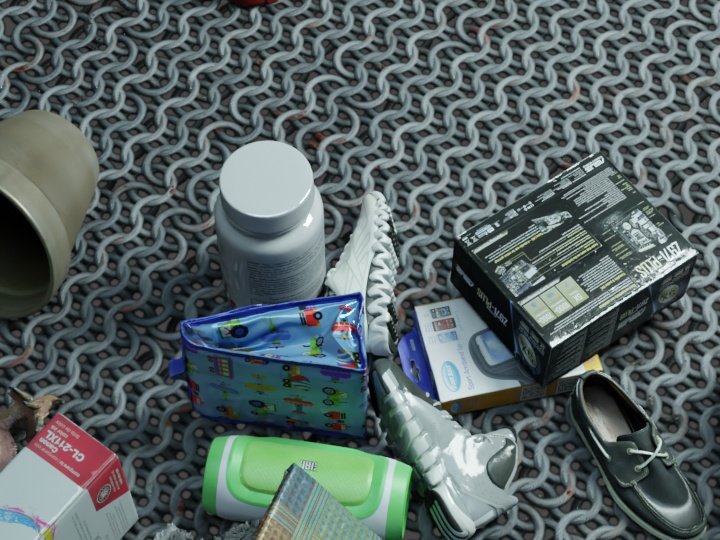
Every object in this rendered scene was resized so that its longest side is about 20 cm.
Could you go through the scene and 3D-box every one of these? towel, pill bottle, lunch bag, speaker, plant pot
[{"bbox_3d":[-0.019,0.293,1.555,0.200,0.022,0.147,43,42,-15],"label":"towel"},{"bbox_3d":[-0.093,-0.039,1.737,0.113,0.200,0.114,0,58,0],"label":"pill bottle"},{"bbox_3d":[-0.094,0.102,1.679,0.199,0.151,0.094,-2,58,-1],"label":"lunch bag"},{"bbox_3d":[-0.052,0.215,1.648,0.199,0.089,0.089,8,58,5],"label":"speaker"},{"bbox_3d":[-0.373,-0.079,1.787,0.199,0.200,0.174,19,44,12],"label":"plant pot"}]

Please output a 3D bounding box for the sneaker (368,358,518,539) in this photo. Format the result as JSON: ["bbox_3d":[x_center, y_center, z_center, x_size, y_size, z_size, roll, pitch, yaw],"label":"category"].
[{"bbox_3d":[0.094,0.165,1.683,0.115,0.075,0.200,-23,78,-19],"label":"sneaker"}]

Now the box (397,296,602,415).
[{"bbox_3d":[0.143,0.082,1.757,0.199,0.042,0.119,-10,59,-9],"label":"box"}]

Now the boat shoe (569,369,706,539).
[{"bbox_3d":[0.278,0.188,1.675,0.072,0.068,0.200,-26,63,-17],"label":"boat shoe"}]

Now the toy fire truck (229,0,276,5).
[{"bbox_3d":[-0.180,-0.403,2.022,0.200,0.129,0.176,-24,61,0],"label":"toy fire truck"}]

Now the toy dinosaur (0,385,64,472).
[{"bbox_3d":[-0.365,0.187,1.649,0.135,0.086,0.200,-13,45,6],"label":"toy dinosaur"}]

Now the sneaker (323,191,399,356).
[{"bbox_3d":[0.000,0.000,1.793,0.081,0.075,0.200,-4,55,11],"label":"sneaker"}]

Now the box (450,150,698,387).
[{"bbox_3d":[0.221,-0.004,1.737,0.200,0.086,0.164,-31,63,-19],"label":"box"}]

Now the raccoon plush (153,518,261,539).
[{"bbox_3d":[-0.096,0.303,1.617,0.097,0.134,0.200,-50,37,-10],"label":"raccoon plush"}]

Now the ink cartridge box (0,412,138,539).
[{"bbox_3d":[-0.315,0.258,1.586,0.083,0.146,0.200,33,63,20],"label":"ink cartridge box"}]
